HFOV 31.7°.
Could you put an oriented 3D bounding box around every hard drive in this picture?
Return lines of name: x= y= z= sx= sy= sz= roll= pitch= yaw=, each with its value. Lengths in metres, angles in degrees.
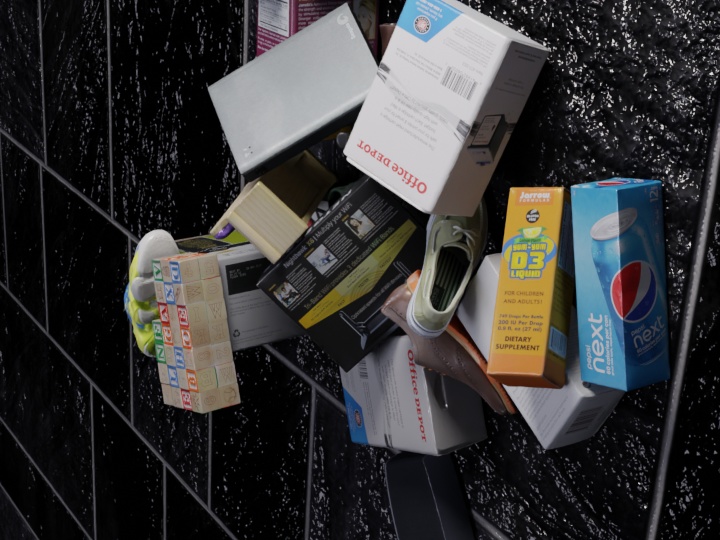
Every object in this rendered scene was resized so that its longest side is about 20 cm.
hard drive: x=0.092 y=0.333 z=1.644 sx=0.135 sy=0.042 sz=0.201 roll=-23 pitch=80 yaw=58
hard drive: x=-0.071 y=-0.209 z=1.489 sx=0.033 sy=0.199 sz=0.140 roll=45 pitch=-161 yaw=-58

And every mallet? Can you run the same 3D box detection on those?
mallet: x=-0.002 y=-0.147 z=1.522 sx=0.200 sy=0.041 sz=0.066 roll=-58 pitch=-43 yaw=-74

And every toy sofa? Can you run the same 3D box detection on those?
toy sofa: x=-0.104 y=-0.080 z=1.566 sx=0.083 sy=0.200 sz=0.098 roll=42 pitch=113 yaw=-8

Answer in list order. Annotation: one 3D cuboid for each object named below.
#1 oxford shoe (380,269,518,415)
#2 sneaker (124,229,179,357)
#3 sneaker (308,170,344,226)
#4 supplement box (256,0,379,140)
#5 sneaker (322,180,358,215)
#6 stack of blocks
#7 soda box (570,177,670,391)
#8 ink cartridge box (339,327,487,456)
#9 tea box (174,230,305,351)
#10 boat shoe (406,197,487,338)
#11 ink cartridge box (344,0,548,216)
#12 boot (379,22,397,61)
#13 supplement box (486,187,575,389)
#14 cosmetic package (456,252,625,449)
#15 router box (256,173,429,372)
oxford shoe: x=0.106 y=0.096 z=1.468 sx=0.073 sy=0.071 sz=0.200 roll=-39 pitch=90 yaw=15
sneaker: x=-0.301 y=0.019 z=1.766 sx=0.105 sy=0.075 sz=0.201 roll=43 pitch=134 yaw=46
sneaker: x=-0.041 y=-0.079 z=1.693 sx=0.200 sy=0.071 sz=0.098 roll=32 pitch=88 yaw=26
supplement box: x=-0.056 y=-0.273 z=1.609 sx=0.103 sy=0.130 sz=0.201 roll=31 pitch=124 yaw=52
sneaker: x=0.022 y=-0.018 z=1.576 sx=0.074 sy=0.118 sz=0.201 roll=-37 pitch=70 yaw=54
stack of blocks: x=-0.225 y=0.080 z=1.678 sx=0.115 sy=0.058 sz=0.201 roll=4 pitch=104 yaw=56
soda box: x=0.258 y=0.012 z=1.259 sx=0.068 sy=0.064 sz=0.201 roll=11 pitch=109 yaw=56
ink cartridge box: x=0.060 y=0.145 z=1.597 sx=0.200 sy=0.085 sz=0.147 roll=-3 pitch=97 yaw=57
tea box: x=-0.154 y=0.018 z=1.791 sx=0.196 sy=0.199 sz=0.135 roll=15 pitch=113 yaw=57
boat shoe: x=0.107 y=-0.018 z=1.417 sx=0.062 sy=0.072 sz=0.201 roll=133 pitch=157 yaw=-60
ink cartridge box: x=0.089 y=-0.179 z=1.366 sx=0.146 sy=0.086 sz=0.201 roll=37 pitch=113 yaw=35
boot: x=0.073 y=-0.196 z=1.478 sx=0.200 sy=0.072 sz=0.167 roll=32 pitch=129 yaw=55
supplement box: x=0.179 y=0.017 z=1.301 sx=0.066 sy=0.069 sz=0.201 roll=0 pitch=72 yaw=30
cosmetic package: x=0.194 y=0.083 z=1.378 sx=0.201 sy=0.074 sz=0.102 roll=60 pitch=144 yaw=31
router box: x=0.000 y=0.000 z=1.517 sx=0.200 sy=0.052 sz=0.157 roll=-42 pitch=101 yaw=17
